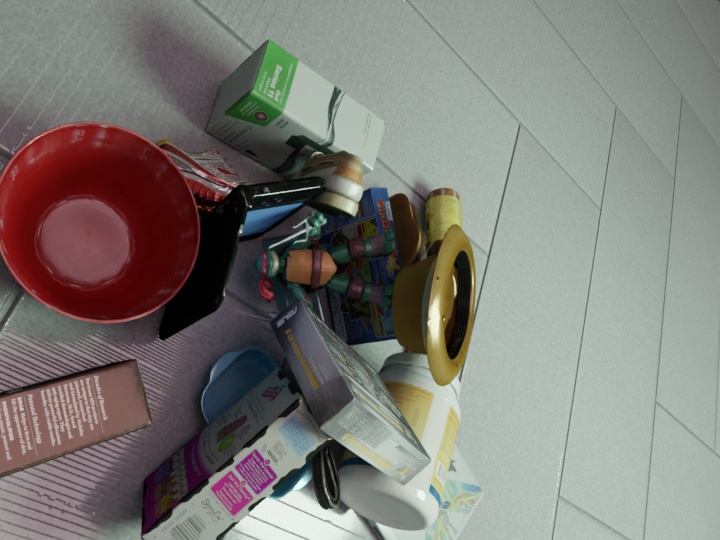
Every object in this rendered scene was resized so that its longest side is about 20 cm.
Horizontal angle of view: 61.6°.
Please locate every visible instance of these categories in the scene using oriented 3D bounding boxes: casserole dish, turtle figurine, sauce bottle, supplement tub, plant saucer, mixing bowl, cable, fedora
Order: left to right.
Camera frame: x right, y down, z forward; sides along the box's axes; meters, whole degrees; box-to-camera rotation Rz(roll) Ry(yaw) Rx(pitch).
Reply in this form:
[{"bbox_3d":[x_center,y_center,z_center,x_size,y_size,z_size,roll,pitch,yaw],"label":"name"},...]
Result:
[{"bbox_3d":[-0.283,-0.041,0.643,0.197,0.107,0.206,9,75,-35],"label":"mixing bowl"},{"bbox_3d":[-0.128,0.193,0.769,0.121,0.038,0.202,-44,108,-36],"label":"casserole dish"},{"bbox_3d":[-0.083,0.048,0.851,0.069,0.019,0.205,-13,88,-41],"label":"plant saucer"},{"bbox_3d":[-0.057,-0.004,0.748,0.195,0.101,0.154,0,108,-14],"label":"turtle figurine"},{"bbox_3d":[-0.044,0.188,0.762,0.098,0.049,0.203,64,12,-46],"label":"cable"},{"bbox_3d":[0.059,0.233,0.837,0.144,0.143,0.202,43,49,-24],"label":"supplement tub"},{"bbox_3d":[0.089,0.040,0.756,0.200,0.080,0.206,3,90,-66],"label":"fedora"},{"bbox_3d":[0.139,-0.040,1.000,0.065,0.066,0.204,27,52,-32],"label":"sauce bottle"}]

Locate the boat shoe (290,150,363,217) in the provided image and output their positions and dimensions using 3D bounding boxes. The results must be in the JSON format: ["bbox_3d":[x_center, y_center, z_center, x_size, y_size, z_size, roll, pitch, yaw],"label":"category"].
[{"bbox_3d":[-0.044,-0.113,0.780,0.074,0.199,0.070,21,90,-27],"label":"boat shoe"}]

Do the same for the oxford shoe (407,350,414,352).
[{"bbox_3d":[0.129,0.103,0.977,0.071,0.072,0.204,31,63,-31],"label":"oxford shoe"}]

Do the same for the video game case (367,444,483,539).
[{"bbox_3d":[0.099,0.350,0.932,0.200,0.022,0.185,-42,107,-38],"label":"video game case"}]

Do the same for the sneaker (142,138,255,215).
[{"bbox_3d":[-0.177,-0.113,0.771,0.197,0.077,0.084,14,62,-42],"label":"sneaker"}]

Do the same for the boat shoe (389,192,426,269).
[{"bbox_3d":[0.070,-0.041,0.922,0.071,0.069,0.202,59,21,-31],"label":"boat shoe"}]

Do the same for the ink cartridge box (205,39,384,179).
[{"bbox_3d":[-0.086,-0.195,0.818,0.197,0.145,0.085,26,66,-31],"label":"ink cartridge box"}]

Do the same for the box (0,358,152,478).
[{"bbox_3d":[-0.317,0.147,0.583,0.197,0.099,0.077,-11,87,-41],"label":"box"}]

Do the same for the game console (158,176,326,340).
[{"bbox_3d":[-0.138,-0.012,0.694,0.173,0.199,0.119,-14,84,-38],"label":"game console"}]

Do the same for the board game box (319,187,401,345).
[{"bbox_3d":[0.000,0.000,0.853,0.034,0.134,0.205,-6,85,-42],"label":"board game box"}]

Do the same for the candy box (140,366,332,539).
[{"bbox_3d":[-0.137,0.205,0.652,0.199,0.136,0.062,-40,106,-11],"label":"candy box"}]

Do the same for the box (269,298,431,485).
[{"bbox_3d":[-0.010,0.143,0.696,0.048,0.159,0.200,-38,136,3],"label":"box"}]
